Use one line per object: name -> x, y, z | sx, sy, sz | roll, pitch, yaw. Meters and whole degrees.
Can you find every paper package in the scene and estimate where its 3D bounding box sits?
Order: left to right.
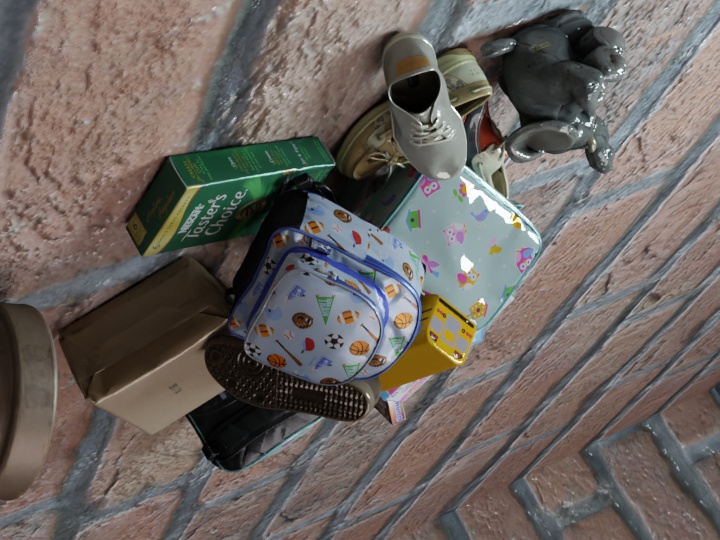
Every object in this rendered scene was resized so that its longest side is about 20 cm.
paper package -> -0.224, 0.090, 1.751 | 0.190, 0.104, 0.200 | -31, 160, 1

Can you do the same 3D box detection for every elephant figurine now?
elephant figurine -> 0.214, -0.179, 1.670 | 0.142, 0.155, 0.200 | -45, 161, -34

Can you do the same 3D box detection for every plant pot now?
plant pot -> -0.415, 0.124, 1.466 | 0.174, 0.201, 0.200 | 8, 140, -36

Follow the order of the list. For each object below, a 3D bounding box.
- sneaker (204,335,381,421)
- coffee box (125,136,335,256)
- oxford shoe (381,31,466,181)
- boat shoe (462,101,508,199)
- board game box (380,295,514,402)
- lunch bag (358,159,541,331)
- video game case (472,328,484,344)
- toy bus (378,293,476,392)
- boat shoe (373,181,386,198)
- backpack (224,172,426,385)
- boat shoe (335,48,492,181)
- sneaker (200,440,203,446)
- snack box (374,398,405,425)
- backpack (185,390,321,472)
sneaker -> -0.074, 0.116, 1.663 | 0.076, 0.199, 0.071 | -47, 154, -66
coffee box -> -0.135, -0.078, 1.556 | 0.200, 0.044, 0.123 | -12, 153, -43
oxford shoe -> 0.066, -0.156, 1.539 | 0.075, 0.058, 0.200 | -17, 138, 3
boat shoe -> 0.142, -0.139, 1.726 | 0.200, 0.062, 0.071 | 83, 27, -59
board game box -> 0.100, 0.081, 1.846 | 0.200, 0.040, 0.153 | -43, 169, 3
lunch bag -> 0.103, -0.037, 1.701 | 0.200, 0.077, 0.161 | 38, 83, -28
video game case -> 0.074, 0.062, 1.908 | 0.199, 0.018, 0.143 | -18, 133, -23
toy bus -> 0.042, 0.086, 1.692 | 0.200, 0.065, 0.078 | -24, -144, 49
boat shoe -> 0.081, -0.093, 1.801 | 0.200, 0.072, 0.065 | -17, 137, -53
backpack -> -0.029, 0.027, 1.577 | 0.190, 0.154, 0.200 | 18, 132, -17
boat shoe -> 0.054, -0.156, 1.613 | 0.200, 0.063, 0.073 | -41, 158, 28
sneaker -> -0.166, 0.188, 2.107 | 0.118, 0.074, 0.201 | -13, 152, -27
snack box -> 0.000, 0.132, 2.029 | 0.024, 0.200, 0.072 | -23, 123, -19
backpack -> -0.125, 0.143, 1.924 | 0.200, 0.176, 0.153 | -33, 177, 8
